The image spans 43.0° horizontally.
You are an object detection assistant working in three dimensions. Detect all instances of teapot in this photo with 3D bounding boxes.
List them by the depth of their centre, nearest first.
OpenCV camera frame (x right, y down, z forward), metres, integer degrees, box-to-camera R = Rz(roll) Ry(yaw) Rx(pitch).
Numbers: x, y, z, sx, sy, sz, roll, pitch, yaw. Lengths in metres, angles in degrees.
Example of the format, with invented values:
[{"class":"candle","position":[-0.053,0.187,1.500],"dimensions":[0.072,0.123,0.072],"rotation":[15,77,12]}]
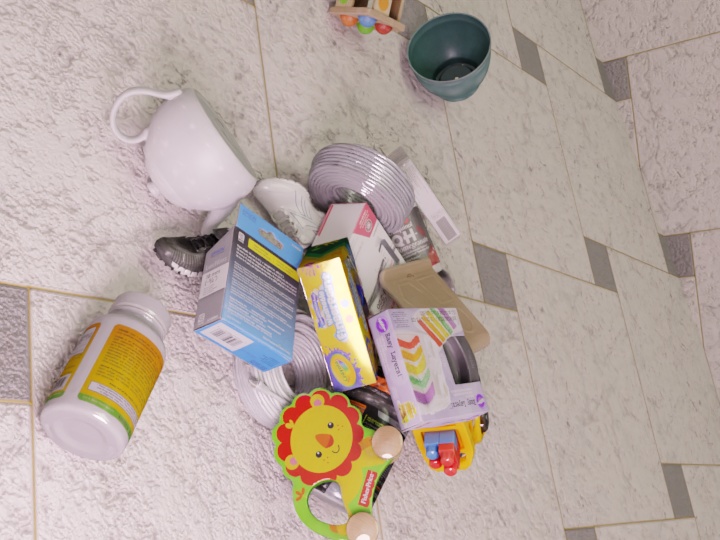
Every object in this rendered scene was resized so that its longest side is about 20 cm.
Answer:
[{"class":"teapot","position":[-0.262,-0.167,1.376],"dimensions":[0.201,0.145,0.197],"rotation":[57,3,16]}]

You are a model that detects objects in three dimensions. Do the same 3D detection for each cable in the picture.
[{"class":"cable","position":[-0.112,0.161,1.448],"dimensions":[0.201,0.069,0.201],"rotation":[51,38,-23]},{"class":"cable","position":[-0.002,-0.144,1.632],"dimensions":[0.070,0.198,0.201],"rotation":[-62,154,-24]}]

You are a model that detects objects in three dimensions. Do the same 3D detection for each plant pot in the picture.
[{"class":"plant pot","position":[0.219,-0.486,2.168],"dimensions":[0.135,0.197,0.203],"rotation":[61,24,-59]}]

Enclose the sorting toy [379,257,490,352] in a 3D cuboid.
[{"class":"sorting toy","position":[0.132,0.074,1.641],"dimensions":[0.201,0.036,0.184],"rotation":[54,31,14]}]

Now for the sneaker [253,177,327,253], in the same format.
[{"class":"sneaker","position":[-0.111,-0.086,1.587],"dimensions":[0.200,0.074,0.088],"rotation":[40,48,-32]}]

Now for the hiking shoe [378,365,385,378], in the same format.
[{"class":"hiking shoe","position":[0.019,0.197,1.611],"dimensions":[0.201,0.075,0.101],"rotation":[58,26,-28]}]

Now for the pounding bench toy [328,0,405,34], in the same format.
[{"class":"pounding bench toy","position":[-0.001,-0.601,1.988],"dimensions":[0.123,0.198,0.158],"rotation":[9,95,-47]}]

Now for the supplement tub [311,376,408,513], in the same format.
[{"class":"supplement tub","position":[-0.001,0.272,1.430],"dimensions":[0.122,0.122,0.202],"rotation":[40,69,-32]}]

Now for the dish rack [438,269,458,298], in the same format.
[{"class":"dish rack","position":[0.175,0.099,1.814],"dimensions":[0.172,0.043,0.203],"rotation":[-131,-157,-82]}]

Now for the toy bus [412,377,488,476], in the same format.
[{"class":"toy bus","position":[0.155,0.288,1.621],"dimensions":[0.194,0.134,0.201],"rotation":[-84,160,-44]}]

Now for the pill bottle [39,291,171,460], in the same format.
[{"class":"pill bottle","position":[-0.313,0.127,1.161],"dimensions":[0.111,0.110,0.201],"rotation":[45,40,-27]}]

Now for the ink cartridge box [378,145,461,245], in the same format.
[{"class":"ink cartridge box","position":[0.120,-0.166,1.879],"dimensions":[0.201,0.044,0.177],"rotation":[53,7,-24]}]

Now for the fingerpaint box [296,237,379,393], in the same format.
[{"class":"fingerpaint box","position":[-0.029,0.065,1.431],"dimensions":[0.167,0.072,0.203],"rotation":[-72,147,-78]}]

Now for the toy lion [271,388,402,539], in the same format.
[{"class":"toy lion","position":[-0.043,0.281,1.331],"dimensions":[0.069,0.189,0.203],"rotation":[86,20,-72]}]

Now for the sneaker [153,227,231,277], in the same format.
[{"class":"sneaker","position":[-0.221,-0.033,1.381],"dimensions":[0.199,0.091,0.067],"rotation":[18,27,-50]}]

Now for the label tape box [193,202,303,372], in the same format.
[{"class":"label tape box","position":[-0.160,0.026,1.344],"dimensions":[0.144,0.063,0.202],"rotation":[37,43,-38]}]

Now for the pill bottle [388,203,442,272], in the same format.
[{"class":"pill bottle","position":[0.074,-0.072,1.788],"dimensions":[0.110,0.110,0.202],"rotation":[-23,89,-55]}]

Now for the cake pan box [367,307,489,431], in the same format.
[{"class":"cake pan box","position":[0.112,0.153,1.456],"dimensions":[0.199,0.052,0.187],"rotation":[4,66,-49]}]

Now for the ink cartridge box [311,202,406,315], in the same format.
[{"class":"ink cartridge box","position":[0.000,0.000,1.620],"dimensions":[0.201,0.084,0.147],"rotation":[55,46,-41]}]
